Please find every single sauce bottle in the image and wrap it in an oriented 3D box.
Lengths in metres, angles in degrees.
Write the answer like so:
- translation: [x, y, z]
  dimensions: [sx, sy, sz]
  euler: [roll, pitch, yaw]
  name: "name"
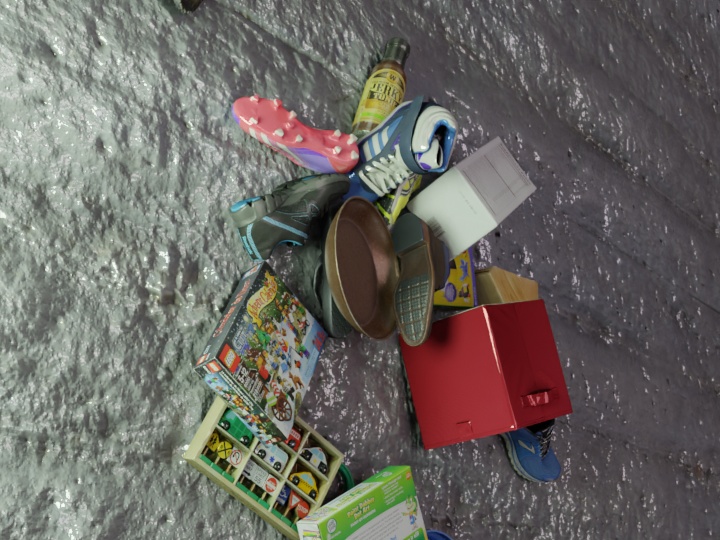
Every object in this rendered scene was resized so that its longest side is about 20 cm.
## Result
- translation: [0.034, -0.270, 1.514]
  dimensions: [0.065, 0.064, 0.202]
  euler: [38, 54, -37]
  name: "sauce bottle"

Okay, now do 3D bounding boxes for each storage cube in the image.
- translation: [0.185, 0.155, 1.494]
  dimensions: [0.170, 0.199, 0.182]
  euler: [-4, 77, -48]
  name: "storage cube"

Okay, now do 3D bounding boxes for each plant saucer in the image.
- translation: [0.000, 0.000, 1.373]
  dimensions: [0.200, 0.036, 0.203]
  euler: [37, 47, -54]
  name: "plant saucer"

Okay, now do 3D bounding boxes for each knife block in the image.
- translation: [0.252, 0.099, 1.676]
  dimensions: [0.199, 0.063, 0.178]
  euler: [18, 67, -46]
  name: "knife block"

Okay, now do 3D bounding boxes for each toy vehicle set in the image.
- translation: [-0.116, 0.232, 1.232]
  dimensions: [0.200, 0.026, 0.125]
  euler: [44, 59, -30]
  name: "toy vehicle set"

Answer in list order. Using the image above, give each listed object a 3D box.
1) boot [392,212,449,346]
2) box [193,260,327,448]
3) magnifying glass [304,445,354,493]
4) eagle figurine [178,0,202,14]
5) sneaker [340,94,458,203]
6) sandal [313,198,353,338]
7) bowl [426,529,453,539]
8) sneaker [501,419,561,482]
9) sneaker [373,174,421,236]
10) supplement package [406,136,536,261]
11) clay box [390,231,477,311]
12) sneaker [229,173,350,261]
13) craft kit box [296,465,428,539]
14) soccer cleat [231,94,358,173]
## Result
- translation: [0.099, 0.023, 1.432]
  dimensions: [0.096, 0.074, 0.203]
  euler: [28, 54, -46]
  name: "boot"
- translation: [-0.117, 0.099, 1.221]
  dimensions: [0.137, 0.037, 0.201]
  euler: [51, 31, -21]
  name: "box"
- translation: [-0.070, 0.251, 1.303]
  dimensions: [0.201, 0.022, 0.080]
  euler: [54, 50, -23]
  name: "magnifying glass"
- translation: [-0.175, -0.432, 1.255]
  dimensions: [0.149, 0.152, 0.203]
  euler: [-12, 70, -14]
  name: "eagle figurine"
- translation: [0.053, -0.152, 1.387]
  dimensions: [0.200, 0.146, 0.081]
  euler: [-49, 119, -2]
  name: "sneaker"
- translation: [-0.038, 0.000, 1.391]
  dimensions: [0.076, 0.042, 0.203]
  euler: [25, 58, -53]
  name: "sandal"
- translation: [0.090, 0.477, 1.422]
  dimensions: [0.199, 0.039, 0.204]
  euler: [15, 70, -46]
  name: "bowl"
- translation: [0.289, 0.281, 1.659]
  dimensions: [0.201, 0.088, 0.079]
  euler: [55, 47, -26]
  name: "sneaker"
- translation: [0.060, -0.133, 1.504]
  dimensions: [0.076, 0.075, 0.202]
  euler: [40, 55, -35]
  name: "sneaker"
- translation: [0.179, -0.116, 1.567]
  dimensions: [0.114, 0.109, 0.200]
  euler: [53, 34, 0]
  name: "supplement package"
- translation: [0.104, 0.001, 1.543]
  dimensions: [0.199, 0.047, 0.117]
  euler: [5, 77, -49]
  name: "clay box"
- translation: [-0.088, -0.077, 1.329]
  dimensions: [0.199, 0.073, 0.083]
  euler: [-26, 104, -38]
  name: "sneaker"
- translation: [0.017, 0.385, 1.296]
  dimensions: [0.199, 0.048, 0.201]
  euler: [-18, 98, -49]
  name: "craft kit box"
- translation: [-0.093, -0.175, 1.350]
  dimensions: [0.198, 0.076, 0.068]
  euler: [16, 54, -30]
  name: "soccer cleat"
